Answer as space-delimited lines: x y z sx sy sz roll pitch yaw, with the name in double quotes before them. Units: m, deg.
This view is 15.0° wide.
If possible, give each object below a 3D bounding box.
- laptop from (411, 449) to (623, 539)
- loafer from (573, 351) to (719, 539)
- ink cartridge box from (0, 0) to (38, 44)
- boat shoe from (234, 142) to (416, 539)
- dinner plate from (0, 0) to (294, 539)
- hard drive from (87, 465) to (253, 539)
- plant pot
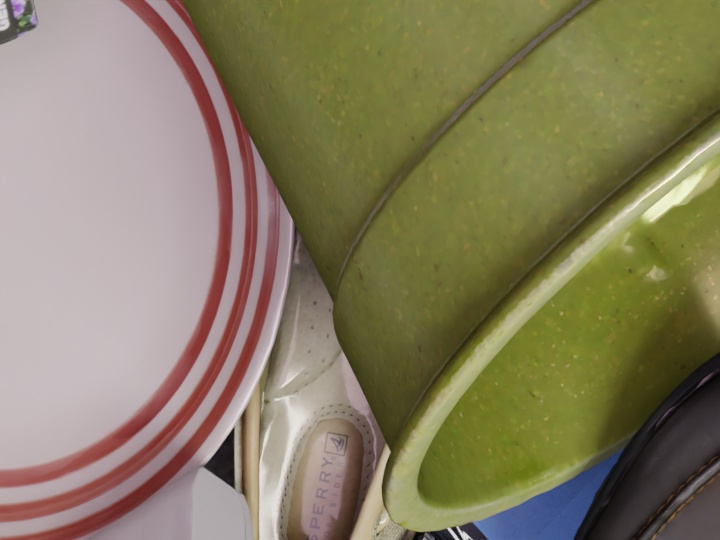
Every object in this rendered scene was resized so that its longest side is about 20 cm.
"laptop" 0.099 0.130 0.727 0.187 0.200 0.116 46 132 -5
"loafer" 0.124 0.046 0.670 0.073 0.072 0.200 41 102 -15
"ink cartridge box" -0.185 -0.075 0.681 0.199 0.050 0.109 -27 135 -21
"boat shoe" -0.003 0.000 0.761 0.073 0.063 0.202 12 96 6
"dinner plate" -0.107 -0.016 0.776 0.199 0.024 0.202 0 91 23
"hard drive" -0.108 0.152 0.731 0.200 0.132 0.026 -35 126 27
"plant pot" 0.035 -0.071 0.668 0.200 0.200 0.190 -40 72 8
